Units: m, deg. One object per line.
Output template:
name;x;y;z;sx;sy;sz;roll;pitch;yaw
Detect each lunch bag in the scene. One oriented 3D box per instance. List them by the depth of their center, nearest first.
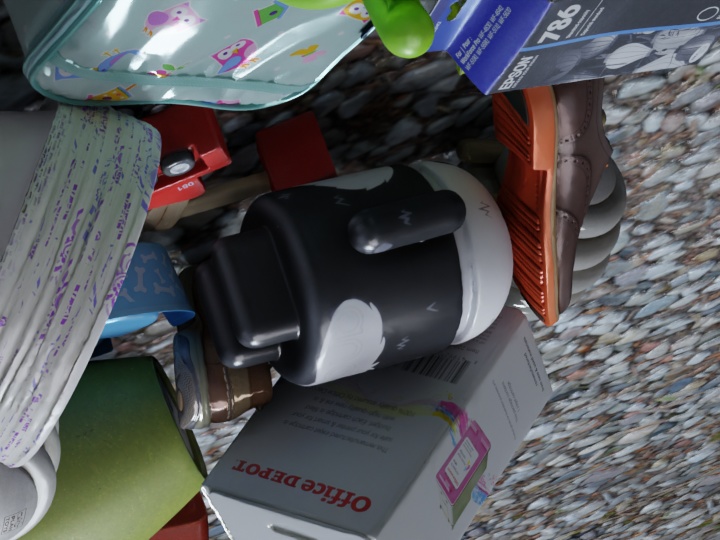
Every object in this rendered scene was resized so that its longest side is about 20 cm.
lunch bag;-0.076;-0.146;1.066;0.199;0.078;0.160;1;148;-42

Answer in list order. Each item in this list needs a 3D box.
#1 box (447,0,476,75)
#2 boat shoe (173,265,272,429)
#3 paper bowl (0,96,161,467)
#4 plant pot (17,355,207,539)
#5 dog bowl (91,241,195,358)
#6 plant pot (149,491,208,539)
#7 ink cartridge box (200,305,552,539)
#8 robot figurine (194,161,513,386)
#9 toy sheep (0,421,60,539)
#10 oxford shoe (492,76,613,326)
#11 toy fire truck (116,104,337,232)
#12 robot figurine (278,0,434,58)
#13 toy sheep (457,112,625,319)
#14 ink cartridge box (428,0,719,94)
box;0.147;-0.189;1.217;0.198;0.048;0.122;-19;159;-8
boat shoe;-0.089;0.051;1.388;0.071;0.200;0.076;-5;114;-2
paper bowl;-0.192;-0.004;1.103;0.104;0.202;0.201;22;142;-14
plant pot;-0.210;0.140;1.368;0.199;0.188;0.187;-24;158;0
dog bowl;-0.191;0.026;1.329;0.111;0.050;0.199;-6;171;-40
plant pot;-0.223;0.190;1.566;0.198;0.201;0.177;-8;147;-31
ink cartridge box;0.013;0.111;1.347;0.200;0.144;0.085;-52;137;-31
robot figurine;-0.001;-0.001;1.286;0.198;0.150;0.126;-14;114;-23
toy sheep;-0.244;0.104;1.225;0.137;0.201;0.139;-12;138;-11
oxford shoe;0.129;-0.051;1.294;0.072;0.071;0.201;-20;133;-18
toy fire truck;-0.121;-0.056;1.272;0.198;0.049;0.141;-22;160;3
robot figurine;0.006;-0.193;0.956;0.199;0.115;0.177;-27;128;-40
toy sheep;0.116;-0.038;1.417;0.137;0.139;0.200;-7;147;-33
ink cartridge box;0.133;-0.149;1.186;0.198;0.039;0.100;-10;156;-25
